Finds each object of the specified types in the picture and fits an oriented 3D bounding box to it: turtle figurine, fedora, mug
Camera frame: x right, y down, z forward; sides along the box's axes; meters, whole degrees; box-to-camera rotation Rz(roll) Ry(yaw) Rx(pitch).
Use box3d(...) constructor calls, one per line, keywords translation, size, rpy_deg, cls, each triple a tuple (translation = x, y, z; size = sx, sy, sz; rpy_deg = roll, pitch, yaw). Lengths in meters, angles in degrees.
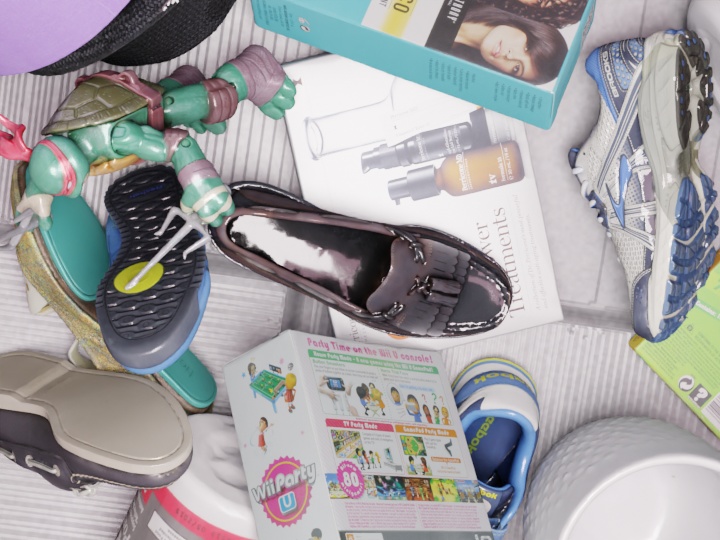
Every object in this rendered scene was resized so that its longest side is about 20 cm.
box3d(translation=(-0.133, -0.069, 0.944), size=(0.149, 0.200, 0.102), rpy_deg=(11, 124, 33), cls="turtle figurine")
box3d(translation=(-0.128, -0.190, 0.974), size=(0.201, 0.200, 0.091), rpy_deg=(-52, 142, 3), cls="fedora")
box3d(translation=(0.170, 0.192, 1.028), size=(0.146, 0.175, 0.202), rpy_deg=(8, 98, -6), cls="mug")

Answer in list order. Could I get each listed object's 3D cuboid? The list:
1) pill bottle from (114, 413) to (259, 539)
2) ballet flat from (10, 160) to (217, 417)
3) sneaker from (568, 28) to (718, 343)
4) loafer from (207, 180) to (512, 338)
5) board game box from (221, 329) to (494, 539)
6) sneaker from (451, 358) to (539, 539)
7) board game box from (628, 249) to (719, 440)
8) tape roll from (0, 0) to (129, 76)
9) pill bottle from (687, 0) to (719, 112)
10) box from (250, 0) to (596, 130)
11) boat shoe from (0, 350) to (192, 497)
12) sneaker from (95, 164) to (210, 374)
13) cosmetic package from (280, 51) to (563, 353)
box3d(translation=(-0.109, 0.200, 1.022), size=(0.110, 0.111, 0.201), rpy_deg=(23, 111, -8), cls="pill bottle")
box3d(translation=(-0.172, 0.025, 1.032), size=(0.070, 0.071, 0.201), rpy_deg=(-37, 98, 0), cls="ballet flat")
box3d(translation=(0.180, -0.055, 1.048), size=(0.084, 0.077, 0.202), rpy_deg=(7, 104, 34), cls="sneaker")
box3d(translation=(0.000, 0.000, 0.992), size=(0.198, 0.063, 0.073), rpy_deg=(18, 98, -5), cls="loafer")
box3d(translation=(0.008, 0.144, 0.963), size=(0.064, 0.147, 0.202), rpy_deg=(-29, 64, 34), cls="board game box")
box3d(translation=(0.060, 0.157, 1.060), size=(0.073, 0.082, 0.202), rpy_deg=(20, 97, -9), cls="sneaker")
box3d(translation=(0.282, 0.012, 1.089), size=(0.096, 0.030, 0.200), rpy_deg=(44, 95, -10), cls="board game box")
box3d(translation=(-0.196, -0.216, 0.929), size=(0.201, 0.200, 0.066), rpy_deg=(-51, 142, 3), cls="tape roll")
box3d(translation=(0.316, -0.165, 1.025), size=(0.198, 0.111, 0.112), rpy_deg=(-26, 100, -1), cls="pill bottle")
box3d(translation=(0.038, -0.162, 0.988), size=(0.198, 0.049, 0.083), rpy_deg=(20, 71, 10), cls="box")
box3d(translation=(-0.167, 0.102, 0.991), size=(0.072, 0.199, 0.063), rpy_deg=(-31, 122, -37), cls="boat shoe")
box3d(translation=(-0.117, 0.014, 0.965), size=(0.065, 0.201, 0.079), rpy_deg=(-13, 120, -1), cls="sneaker")
box3d(translation=(0.037, -0.050, 1.046), size=(0.149, 0.052, 0.202), rpy_deg=(-13, 99, -1), cls="cosmetic package")
